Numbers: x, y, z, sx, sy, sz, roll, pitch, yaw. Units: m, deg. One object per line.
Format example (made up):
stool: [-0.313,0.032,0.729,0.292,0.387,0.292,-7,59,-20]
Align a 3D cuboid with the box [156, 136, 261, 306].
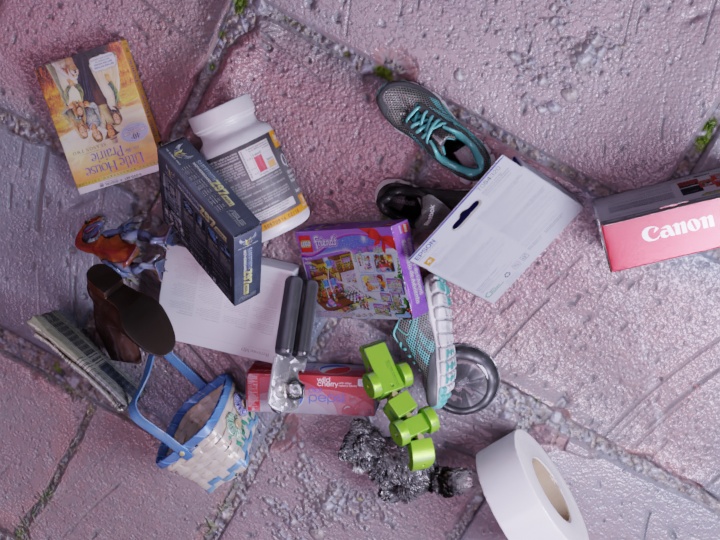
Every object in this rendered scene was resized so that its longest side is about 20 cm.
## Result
box: [-0.214,-0.069,1.604,0.200,0.051,0.158,47,152,27]

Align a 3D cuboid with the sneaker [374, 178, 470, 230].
sneaker: [0.113,-0.084,1.613,0.200,0.091,0.067,10,107,6]

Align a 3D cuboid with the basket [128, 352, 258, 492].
basket: [-0.255,0.219,1.714,0.200,0.176,0.139,39,117,-18]

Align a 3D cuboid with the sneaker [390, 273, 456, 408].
sneaker: [0.089,0.104,1.665,0.091,0.078,0.200,-7,81,18]

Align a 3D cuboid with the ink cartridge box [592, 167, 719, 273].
ink cartridge box: [0.422,-0.066,1.525,0.200,0.176,0.084,-14,102,13]

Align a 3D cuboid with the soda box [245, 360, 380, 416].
soda box: [-0.071,0.179,1.723,0.200,0.070,0.063,2,102,8]

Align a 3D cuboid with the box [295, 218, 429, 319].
box: [0.000,0.000,1.627,0.200,0.039,0.137,-1,108,45]

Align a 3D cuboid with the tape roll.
tape roll: [0.251,0.335,1.647,0.071,0.202,0.202,-34,97,15]

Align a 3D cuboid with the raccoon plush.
raccoon plush: [0.064,0.270,1.678,0.200,0.097,0.134,-17,134,35]

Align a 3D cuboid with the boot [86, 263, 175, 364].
boot: [-0.337,0.102,1.682,0.186,0.064,0.200,47,151,22]

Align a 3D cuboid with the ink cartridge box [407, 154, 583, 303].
ink cartridge box: [0.184,-0.062,1.575,0.200,0.043,0.196,27,113,-41]

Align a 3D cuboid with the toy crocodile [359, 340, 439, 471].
toy crocodile: [0.054,0.194,1.642,0.067,0.062,0.200,-21,73,-25]

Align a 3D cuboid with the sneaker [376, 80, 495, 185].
sneaker: [0.108,-0.195,1.575,0.200,0.091,0.078,37,99,-2]

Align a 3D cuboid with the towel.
towel: [-0.416,0.137,1.709,0.200,0.193,0.035,44,88,-3]

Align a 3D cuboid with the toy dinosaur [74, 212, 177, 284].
toy dinosaur: [-0.361,-0.046,1.667,0.181,0.200,0.105,8,82,19]

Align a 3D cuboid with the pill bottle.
pill bottle: [-0.162,-0.145,1.626,0.116,0.116,0.200,-21,101,14]

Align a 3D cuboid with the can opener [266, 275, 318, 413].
can opener: [-0.107,0.109,1.661,0.053,0.067,0.200,13,80,-29]

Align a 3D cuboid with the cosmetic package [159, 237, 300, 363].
cosmetic package: [-0.203,0.046,1.719,0.200,0.052,0.151,13,104,5]

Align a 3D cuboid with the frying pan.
frying pan: [0.143,0.132,1.701,0.115,0.031,0.190,-15,104,10]

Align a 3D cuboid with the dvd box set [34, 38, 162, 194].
dvd box set: [-0.384,-0.227,1.685,0.146,0.029,0.200,-14,102,12]
